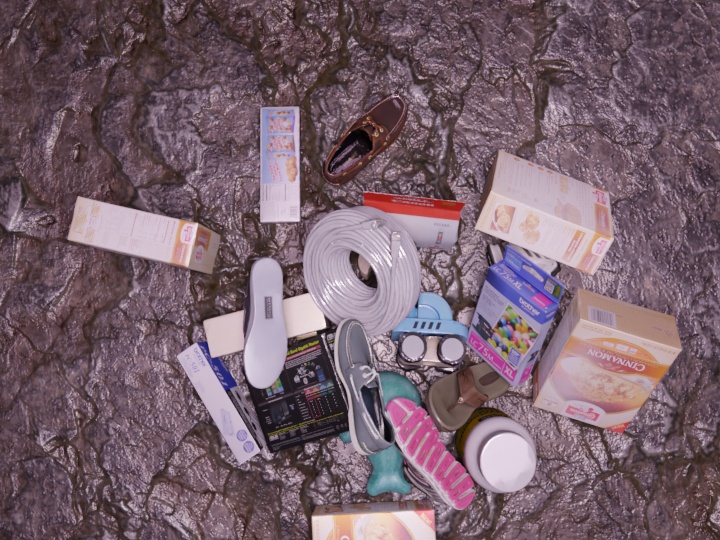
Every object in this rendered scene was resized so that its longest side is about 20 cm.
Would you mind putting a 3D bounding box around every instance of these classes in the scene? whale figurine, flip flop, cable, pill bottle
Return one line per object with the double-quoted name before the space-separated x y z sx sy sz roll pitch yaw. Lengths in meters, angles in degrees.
"whale figurine" 0.041 0.268 1.108 0.155 0.104 0.205 -2 86 1
"flip flop" 0.179 0.190 1.084 0.198 0.058 0.082 -18 68 -38
"cable" 0.000 0.000 1.046 0.197 0.069 0.204 10 119 34
"pill bottle" 0.211 0.279 1.054 0.109 0.200 0.114 0 85 1

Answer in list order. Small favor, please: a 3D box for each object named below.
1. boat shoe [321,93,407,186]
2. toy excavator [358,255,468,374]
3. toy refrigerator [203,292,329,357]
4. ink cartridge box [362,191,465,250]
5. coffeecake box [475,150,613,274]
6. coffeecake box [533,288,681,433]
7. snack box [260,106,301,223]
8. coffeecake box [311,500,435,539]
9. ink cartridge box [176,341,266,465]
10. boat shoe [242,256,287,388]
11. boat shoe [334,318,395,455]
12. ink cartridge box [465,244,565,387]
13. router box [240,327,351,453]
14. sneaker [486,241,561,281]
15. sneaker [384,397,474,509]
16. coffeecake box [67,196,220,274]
"boat shoe" 0.011 -0.226 1.168 0.070 0.070 0.201 40 86 5
"toy excavator" 0.086 0.061 1.141 0.190 0.100 0.204 3 72 3
"toy refrigerator" -0.154 0.094 1.143 0.196 0.076 0.071 -15 85 0
"ink cartridge box" 0.080 -0.075 1.087 0.158 0.200 0.051 7 85 2
"coffeecake box" 0.296 -0.097 1.092 0.196 0.154 0.074 21 127 3
"coffeecake box" 0.374 0.144 1.056 0.150 0.074 0.203 16 130 3
"snack box" -0.140 -0.185 1.191 0.070 0.024 0.205 -1 85 2
"coffeecake box" 0.025 0.464 1.101 0.195 0.073 0.157 -4 84 1
"ink cartridge box" -0.225 0.214 1.125 0.044 0.094 0.202 -32 85 0
"boat shoe" -0.158 0.083 1.075 0.068 0.066 0.205 0 82 -21
"boat shoe" 0.012 0.167 1.005 0.072 0.061 0.204 2 74 -43
"ink cartridge box" 0.237 0.074 1.067 0.041 0.203 0.119 -21 48 -35
"router box" -0.089 0.194 1.092 0.198 0.062 0.153 -24 85 34
"sneaker" 0.291 0.039 1.134 0.113 0.076 0.205 -16 83 2
"sneaker" 0.090 0.287 1.053 0.201 0.087 0.074 53 55 -9
"coffeecake box" -0.349 -0.054 1.121 0.196 0.154 0.075 13 86 2
